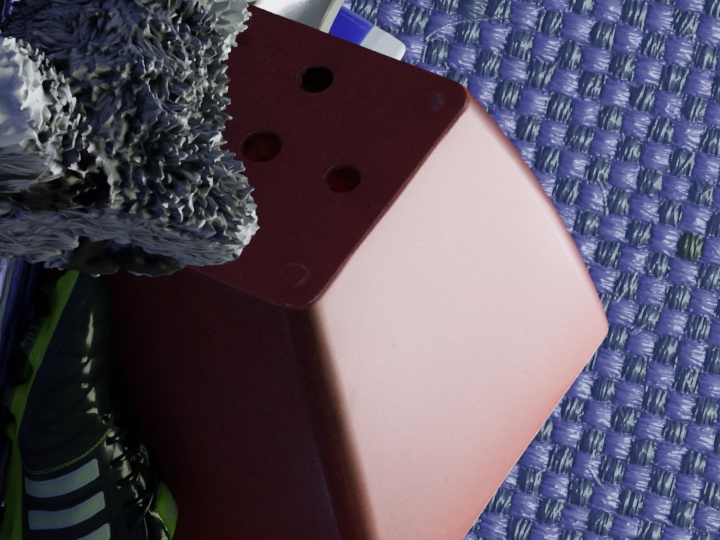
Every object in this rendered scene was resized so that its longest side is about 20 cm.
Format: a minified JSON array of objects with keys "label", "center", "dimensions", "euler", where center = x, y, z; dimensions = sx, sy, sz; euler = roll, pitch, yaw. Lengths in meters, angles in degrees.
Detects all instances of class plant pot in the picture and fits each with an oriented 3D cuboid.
[{"label":"plant pot","center":[-0.029,0.002,1.224],"dimensions":[0.200,0.199,0.177],"euler":[-52,149,-28]}]

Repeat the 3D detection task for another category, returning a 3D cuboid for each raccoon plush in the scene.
[{"label":"raccoon plush","center":[-0.073,-0.079,0.841],"dimensions":[0.200,0.096,0.135],"euler":[105,-11,-77]}]

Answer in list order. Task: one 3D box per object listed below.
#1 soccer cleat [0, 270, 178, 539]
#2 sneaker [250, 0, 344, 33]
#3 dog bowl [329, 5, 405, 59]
[{"label":"soccer cleat","center":[-0.113,0.081,1.180],"dimensions":[0.068,0.080,0.201],"euler":[-79,-179,-52]},{"label":"sneaker","center":[-0.050,-0.150,1.309],"dimensions":[0.106,0.074,0.201],"euler":[-11,120,-65]},{"label":"dog bowl","center":[-0.059,-0.059,1.533],"dimensions":[0.201,0.079,0.200],"euler":[-58,-179,2]}]
